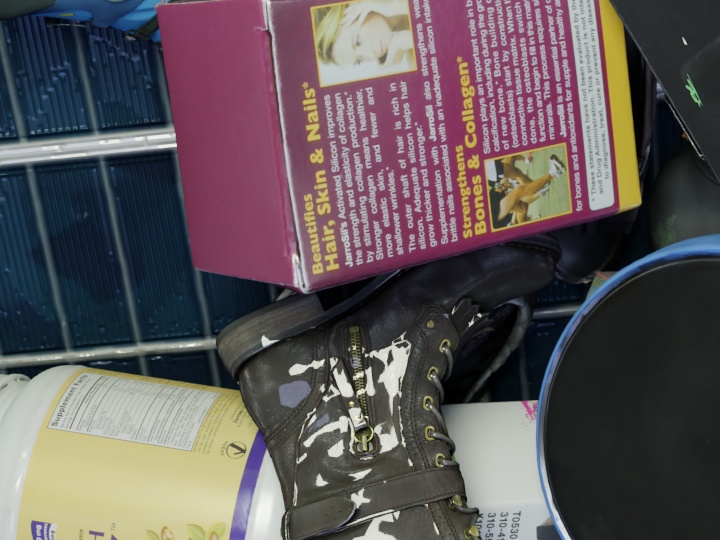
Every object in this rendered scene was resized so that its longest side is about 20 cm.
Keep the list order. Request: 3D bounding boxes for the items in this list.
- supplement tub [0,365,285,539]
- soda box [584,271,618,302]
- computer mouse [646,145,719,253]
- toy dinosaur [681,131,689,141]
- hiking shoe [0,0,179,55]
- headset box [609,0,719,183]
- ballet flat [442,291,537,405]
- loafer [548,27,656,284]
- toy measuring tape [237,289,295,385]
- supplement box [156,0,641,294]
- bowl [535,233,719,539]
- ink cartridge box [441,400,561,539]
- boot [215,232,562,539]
[{"bbox_3d":[-0.119,0.130,1.029,0.200,0.145,0.145,7,118,12],"label":"supplement tub"},{"bbox_3d":[0.201,0.071,0.971,0.068,0.200,0.064,-1,118,-47],"label":"soda box"},{"bbox_3d":[0.216,-0.003,0.941,0.200,0.053,0.139,24,128,38],"label":"computer mouse"},{"bbox_3d":[0.270,-0.042,0.971,0.200,0.102,0.136,3,131,-3],"label":"toy dinosaur"},{"bbox_3d":[-0.090,-0.130,0.945,0.200,0.074,0.087,-4,116,4],"label":"hiking shoe"},{"bbox_3d":[0.221,-0.118,0.828,0.200,0.093,0.174,-36,75,34],"label":"headset box"},{"bbox_3d":[0.030,0.069,1.052,0.066,0.057,0.200,27,115,-11],"label":"ballet flat"},{"bbox_3d":[0.118,-0.078,0.971,0.072,0.063,0.200,5,117,-1],"label":"loafer"},{"bbox_3d":[0.000,0.000,1.007,0.074,0.074,0.200,26,112,-11],"label":"toy measuring tape"},{"bbox_3d":[0.021,-0.075,0.887,0.200,0.103,0.131,-13,102,-32],"label":"supplement box"},{"bbox_3d":[0.173,0.082,0.909,0.201,0.039,0.201,-2,87,35],"label":"bowl"},{"bbox_3d":[0.098,0.150,1.049,0.200,0.084,0.145,-2,127,-9],"label":"ink cartridge box"},{"bbox_3d":[0.033,0.083,0.941,0.200,0.174,0.069,-21,159,-3],"label":"boot"}]
